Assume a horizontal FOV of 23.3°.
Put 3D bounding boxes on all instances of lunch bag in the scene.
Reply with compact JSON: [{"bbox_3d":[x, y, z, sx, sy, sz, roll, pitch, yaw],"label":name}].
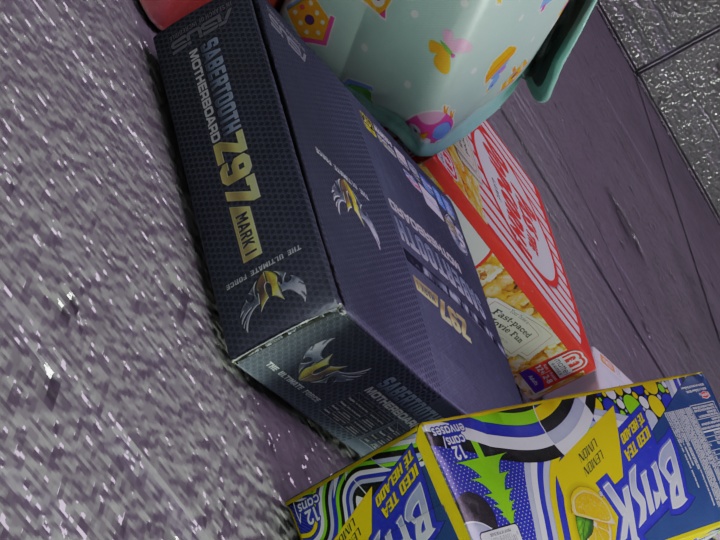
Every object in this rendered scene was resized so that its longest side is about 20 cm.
[{"bbox_3d":[0.067,-0.168,0.853,0.122,0.171,0.200,35,31,15],"label":"lunch bag"}]

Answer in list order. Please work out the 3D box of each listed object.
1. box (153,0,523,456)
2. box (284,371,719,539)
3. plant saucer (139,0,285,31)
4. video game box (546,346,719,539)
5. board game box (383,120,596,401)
[{"bbox_3d":[0.000,0.000,0.710,0.200,0.051,0.158,42,27,-52],"label":"box"},{"bbox_3d":[0.067,0.087,0.639,0.200,0.070,0.065,-2,64,-52],"label":"box"},{"bbox_3d":[-0.090,-0.202,0.791,0.200,0.037,0.200,63,14,1],"label":"plant saucer"},{"bbox_3d":[0.183,0.149,0.960,0.182,0.047,0.200,40,17,-12],"label":"video game box"},{"bbox_3d":[0.054,-0.042,0.969,0.200,0.046,0.152,48,21,-42],"label":"board game box"}]
